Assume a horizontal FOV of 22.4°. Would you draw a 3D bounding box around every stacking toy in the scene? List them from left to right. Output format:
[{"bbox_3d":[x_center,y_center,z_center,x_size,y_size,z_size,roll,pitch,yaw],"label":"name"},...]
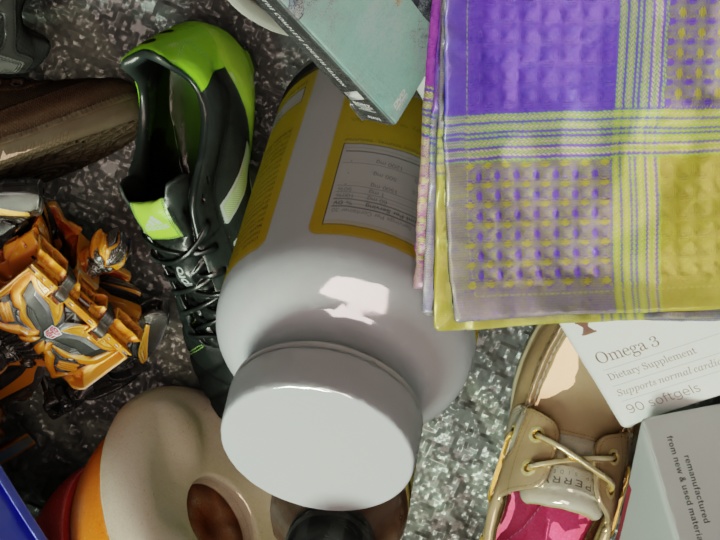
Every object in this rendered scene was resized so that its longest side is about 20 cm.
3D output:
[{"bbox_3d":[-0.131,0.159,0.910,0.199,0.146,0.146,-31,103,29],"label":"stacking toy"}]

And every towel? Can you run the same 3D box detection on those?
[{"bbox_3d":[0.096,-0.072,0.698,0.142,0.023,0.202,1,107,-4],"label":"towel"}]

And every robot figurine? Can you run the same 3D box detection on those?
[{"bbox_3d":[-0.190,0.040,0.876,0.199,0.058,0.145,-31,127,19],"label":"robot figurine"}]

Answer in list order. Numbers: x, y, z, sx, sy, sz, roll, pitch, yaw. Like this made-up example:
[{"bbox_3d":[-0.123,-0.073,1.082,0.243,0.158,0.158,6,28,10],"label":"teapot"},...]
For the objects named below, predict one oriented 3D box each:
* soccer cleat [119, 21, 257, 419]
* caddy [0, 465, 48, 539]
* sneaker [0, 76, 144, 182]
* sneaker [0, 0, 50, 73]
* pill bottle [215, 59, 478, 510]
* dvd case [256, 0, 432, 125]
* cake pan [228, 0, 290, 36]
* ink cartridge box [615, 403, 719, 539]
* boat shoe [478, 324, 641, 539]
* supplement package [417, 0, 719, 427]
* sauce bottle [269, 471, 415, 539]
[{"bbox_3d":[-0.075,-0.014,0.853,0.067,0.081,0.202,-4,101,30],"label":"soccer cleat"},{"bbox_3d":[-0.219,0.121,0.828,0.141,0.105,0.201,-13,115,31],"label":"caddy"},{"bbox_3d":[-0.202,-0.070,0.861,0.199,0.070,0.076,-18,84,-2],"label":"sneaker"},{"bbox_3d":[-0.163,-0.181,0.832,0.090,0.066,0.202,8,96,-18],"label":"sneaker"},{"bbox_3d":[0.000,0.000,0.793,0.111,0.201,0.112,8,138,7],"label":"pill bottle"},{"bbox_3d":[-0.002,-0.162,0.673,0.147,0.022,0.200,-59,141,-9],"label":"dvd case"},{"bbox_3d":[-0.010,-0.191,0.699,0.037,0.200,0.202,25,109,34],"label":"cake pan"},{"bbox_3d":[0.228,0.114,0.836,0.198,0.084,0.146,-11,150,-4],"label":"ink cartridge box"},{"bbox_3d":[0.101,0.104,0.894,0.073,0.069,0.201,12,106,-1],"label":"boat shoe"},{"bbox_3d":[0.129,-0.054,0.799,0.116,0.117,0.201,-22,110,34],"label":"supplement package"},{"bbox_3d":[-0.008,0.098,0.829,0.064,0.200,0.065,3,113,6],"label":"sauce bottle"}]
